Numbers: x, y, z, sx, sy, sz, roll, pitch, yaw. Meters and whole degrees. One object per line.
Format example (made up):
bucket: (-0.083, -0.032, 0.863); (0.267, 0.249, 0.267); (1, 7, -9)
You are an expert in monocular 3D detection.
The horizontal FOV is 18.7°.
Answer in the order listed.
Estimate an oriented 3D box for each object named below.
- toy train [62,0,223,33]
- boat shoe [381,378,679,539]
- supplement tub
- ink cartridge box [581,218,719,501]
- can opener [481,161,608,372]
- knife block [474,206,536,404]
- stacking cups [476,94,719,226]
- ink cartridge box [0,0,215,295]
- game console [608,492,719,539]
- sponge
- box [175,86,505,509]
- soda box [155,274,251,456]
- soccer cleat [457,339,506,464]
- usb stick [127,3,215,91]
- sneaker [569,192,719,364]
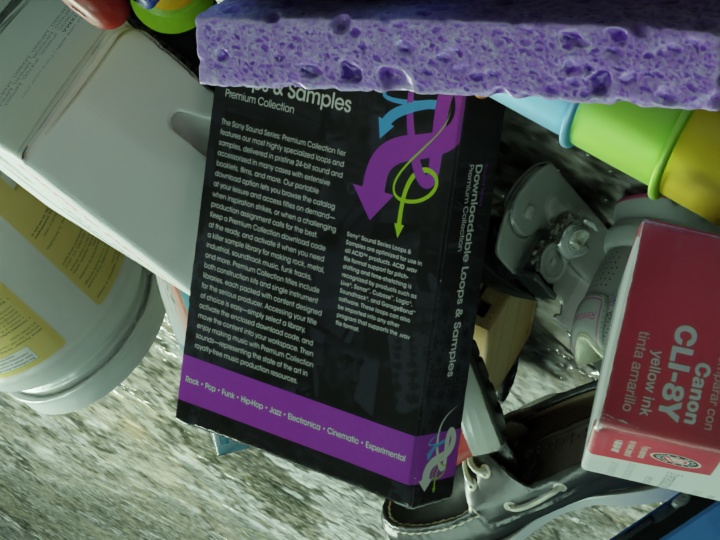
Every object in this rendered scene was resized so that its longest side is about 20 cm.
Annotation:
toy train: (-0.081, -0.127, 0.913); (0.200, 0.085, 0.116); (35, 174, 10)
boat shoe: (0.091, 0.102, 1.158); (0.200, 0.074, 0.060); (-16, 137, 28)
supplement tub: (-0.225, -0.016, 1.342); (0.145, 0.146, 0.200); (12, 153, 46)
ink cartridge box: (0.192, 0.053, 0.840); (0.200, 0.084, 0.145); (12, 169, 6)
can opener: (0.113, 0.018, 1.034); (0.066, 0.053, 0.200); (9, 154, 48)
knife block: (0.059, 0.038, 1.155); (0.176, 0.064, 0.200); (43, 159, -32)
stacking cups: (0.076, -0.083, 0.838); (0.200, 0.061, 0.061); (32, 163, 14)
ink cartridge box: (-0.135, -0.072, 1.076); (0.146, 0.085, 0.200); (40, 172, -37)
game console: (0.224, 0.180, 1.151); (0.171, 0.118, 0.200); (21, 164, 32)
sponge: (0.056, -0.082, 0.742); (0.200, 0.112, 0.030); (7, 109, 33)
box: (-0.010, -0.012, 0.958); (0.143, 0.200, 0.036); (17, -164, 38)
soda box: (-0.066, 0.016, 1.131); (0.200, 0.063, 0.069); (-119, 17, -64)
soccer cleat: (0.000, 0.000, 1.006); (0.068, 0.073, 0.200); (5, -118, -87)
usb stick: (-0.090, -0.118, 1.038); (0.200, 0.033, 0.055); (38, 162, -17)
sneaker: (0.163, 0.062, 0.975); (0.200, 0.088, 0.081); (45, 159, -11)
